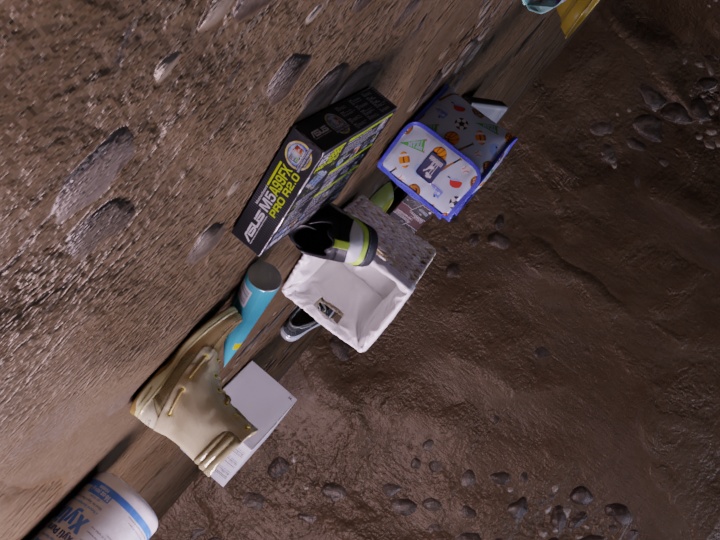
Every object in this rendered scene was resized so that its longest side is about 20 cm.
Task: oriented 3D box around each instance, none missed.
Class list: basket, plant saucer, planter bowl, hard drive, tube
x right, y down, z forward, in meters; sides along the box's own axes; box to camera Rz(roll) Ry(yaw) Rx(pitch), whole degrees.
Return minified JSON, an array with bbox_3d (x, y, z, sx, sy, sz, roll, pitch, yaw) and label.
[{"bbox_3d":[0.000,0.000,1.462,0.200,0.198,0.161,-54,178,41],"label":"basket"},{"bbox_3d":[0.013,-0.108,1.744,0.200,0.031,0.200,-50,176,-5],"label":"plant saucer"},{"bbox_3d":[0.518,-0.653,1.875,0.200,0.083,0.200,-50,176,-4],"label":"planter bowl"},{"bbox_3d":[0.250,-0.337,1.841,0.140,0.033,0.200,-51,159,28],"label":"hard drive"},{"bbox_3d":[-0.173,0.063,1.176,0.200,0.050,0.078,127,-25,-47],"label":"tube"}]

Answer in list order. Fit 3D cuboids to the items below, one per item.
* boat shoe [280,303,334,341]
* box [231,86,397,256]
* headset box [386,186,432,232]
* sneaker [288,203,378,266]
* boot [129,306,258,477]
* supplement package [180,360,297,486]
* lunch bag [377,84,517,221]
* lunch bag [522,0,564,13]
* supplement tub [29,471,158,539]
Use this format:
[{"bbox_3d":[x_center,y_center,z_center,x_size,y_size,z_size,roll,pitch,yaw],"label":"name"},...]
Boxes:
[{"bbox_3d":[-0.114,0.104,1.967,0.200,0.072,0.071,-44,177,-41],"label":"boat shoe"},{"bbox_3d":[-0.050,-0.119,0.920,0.160,0.044,0.200,-54,175,35],"label":"box"},{"bbox_3d":[0.132,-0.171,1.804,0.200,0.077,0.149,-46,-166,34],"label":"headset box"},{"bbox_3d":[-0.056,-0.054,1.018,0.200,0.083,0.072,17,-82,55],"label":"sneaker"},{"bbox_3d":[-0.195,0.164,1.100,0.200,0.155,0.073,-49,175,-18],"label":"boot"},{"bbox_3d":[-0.288,0.360,1.874,0.191,0.147,0.200,-45,174,-46],"label":"supplement package"},{"bbox_3d":[0.150,-0.201,1.408,0.200,0.170,0.124,-47,172,-23],"label":"lunch bag"},{"bbox_3d":[0.288,-0.449,1.041,0.170,0.122,0.200,-50,170,-14],"label":"lunch bag"},{"bbox_3d":[-0.413,0.413,1.183,0.200,0.132,0.132,-47,175,-35],"label":"supplement tub"}]
